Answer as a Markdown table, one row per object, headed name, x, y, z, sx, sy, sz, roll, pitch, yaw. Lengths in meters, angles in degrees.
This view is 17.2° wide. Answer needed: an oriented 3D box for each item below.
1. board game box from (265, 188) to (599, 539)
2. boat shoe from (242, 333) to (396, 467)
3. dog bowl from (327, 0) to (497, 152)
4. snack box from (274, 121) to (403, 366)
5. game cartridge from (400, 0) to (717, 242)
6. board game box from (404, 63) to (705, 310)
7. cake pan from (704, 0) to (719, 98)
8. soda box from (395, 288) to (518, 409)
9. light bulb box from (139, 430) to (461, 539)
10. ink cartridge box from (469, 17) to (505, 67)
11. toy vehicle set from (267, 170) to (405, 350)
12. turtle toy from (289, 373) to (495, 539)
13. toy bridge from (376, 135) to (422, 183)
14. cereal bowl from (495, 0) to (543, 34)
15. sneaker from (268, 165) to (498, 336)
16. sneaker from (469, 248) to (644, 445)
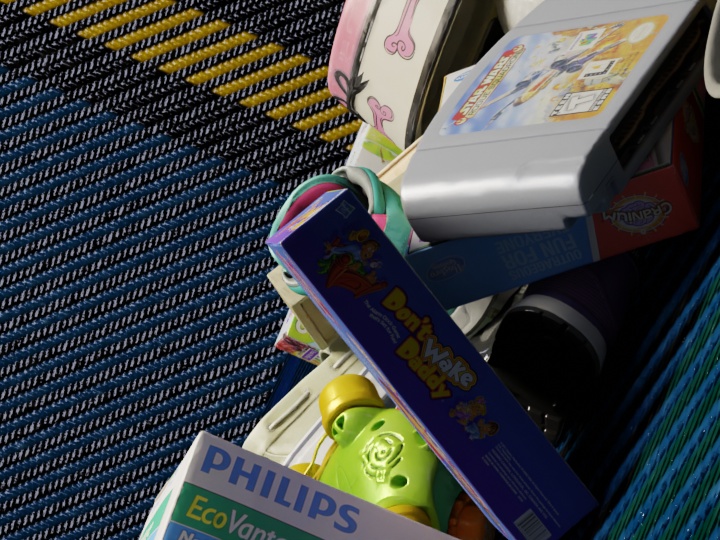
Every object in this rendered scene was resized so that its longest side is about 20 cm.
| name | x | y | z | sx | sy | sz | roll | pitch | yaw |
| --- | --- | --- | --- | --- | --- | --- | --- | --- | --- |
| board game box | 0.033 | 0.049 | 1.222 | 0.045 | 0.200 | 0.134 | -39 | 5 | -3 |
| boat shoe | 0.001 | 0.066 | 1.575 | 0.200 | 0.062 | 0.072 | -48 | -17 | -26 |
| dog bowl | 0.044 | -0.179 | 1.573 | 0.200 | 0.074 | 0.201 | 24 | -90 | -83 |
| snack box | 0.042 | -0.012 | 1.682 | 0.053 | 0.142 | 0.201 | 134 | 159 | -73 |
| game cartridge | 0.107 | -0.089 | 1.249 | 0.133 | 0.042 | 0.200 | -1 | 38 | 37 |
| board game box | 0.110 | -0.068 | 1.293 | 0.153 | 0.040 | 0.200 | -18 | 28 | 21 |
| cake pan | 0.219 | -0.167 | 1.106 | 0.200 | 0.037 | 0.201 | -158 | 90 | -85 |
| soda box | 0.064 | 0.082 | 1.467 | 0.064 | 0.068 | 0.200 | -75 | 9 | -55 |
| light bulb box | -0.038 | 0.221 | 1.220 | 0.125 | 0.198 | 0.201 | 127 | 164 | -61 |
| ink cartridge box | 0.093 | -0.062 | 1.619 | 0.037 | 0.094 | 0.201 | -76 | 9 | -82 |
| toy vehicle set | 0.037 | -0.031 | 1.516 | 0.200 | 0.027 | 0.124 | -37 | -17 | -3 |
| turtle toy | 0.015 | 0.166 | 1.422 | 0.200 | 0.101 | 0.146 | -64 | 31 | 35 |
| toy bridge | 0.064 | -0.081 | 1.537 | 0.200 | 0.027 | 0.067 | -32 | -16 | -14 |
| cereal bowl | 0.152 | -0.223 | 1.499 | 0.200 | 0.083 | 0.200 | -49 | 8 | 9 |
| sneaker | 0.000 | 0.000 | 1.393 | 0.084 | 0.120 | 0.200 | -64 | 11 | -19 |
| sneaker | 0.107 | 0.038 | 1.319 | 0.088 | 0.076 | 0.200 | -54 | 2 | -26 |
